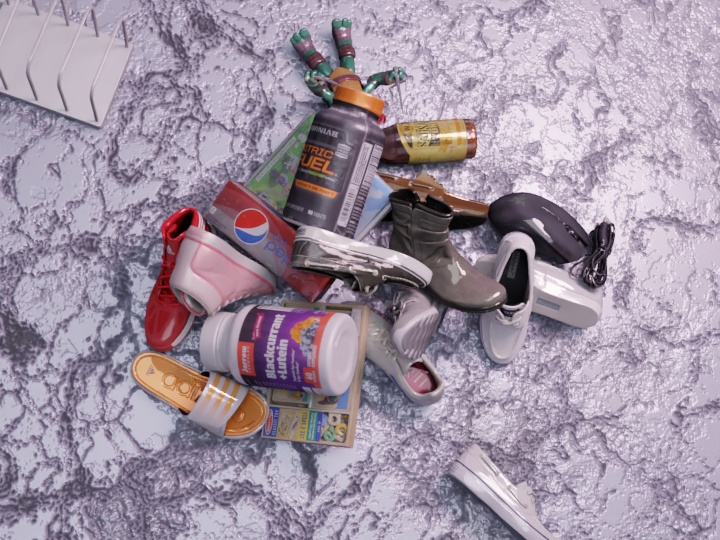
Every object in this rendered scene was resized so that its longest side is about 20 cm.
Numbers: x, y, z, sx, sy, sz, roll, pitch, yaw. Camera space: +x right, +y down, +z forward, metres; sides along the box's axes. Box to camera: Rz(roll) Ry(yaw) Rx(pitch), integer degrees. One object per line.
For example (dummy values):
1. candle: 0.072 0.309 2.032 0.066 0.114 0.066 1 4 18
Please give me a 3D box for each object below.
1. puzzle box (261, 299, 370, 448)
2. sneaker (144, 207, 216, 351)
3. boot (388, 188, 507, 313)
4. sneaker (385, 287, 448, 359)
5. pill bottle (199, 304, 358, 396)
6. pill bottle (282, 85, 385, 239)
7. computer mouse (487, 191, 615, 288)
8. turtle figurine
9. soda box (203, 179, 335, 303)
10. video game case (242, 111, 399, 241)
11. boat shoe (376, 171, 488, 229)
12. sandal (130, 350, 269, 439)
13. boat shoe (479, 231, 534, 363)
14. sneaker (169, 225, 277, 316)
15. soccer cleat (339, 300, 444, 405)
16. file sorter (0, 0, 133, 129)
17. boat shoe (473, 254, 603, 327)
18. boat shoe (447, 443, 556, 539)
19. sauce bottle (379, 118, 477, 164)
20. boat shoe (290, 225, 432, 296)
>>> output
1. puzzle box: -0.062 0.143 1.514 0.132 0.025 0.201 2 77 20
2. sneaker: -0.265 0.004 1.488 0.078 0.116 0.201 9 71 12
3. boot: 0.115 -0.029 1.489 0.199 0.131 0.068 26 43 28
4. sneaker: 0.066 0.068 1.507 0.082 0.200 0.075 23 105 11
5. pill bottle: -0.113 0.105 1.467 0.199 0.111 0.112 4 76 20
6. pill bottle: -0.029 -0.150 1.483 0.106 0.106 0.201 18 93 -4
7. computer mouse: 0.288 -0.067 1.601 0.199 0.053 0.139 24 48 3
8. turtle figurine: -0.023 -0.279 1.590 0.149 0.101 0.201 -10 57 -27
9. soda box: -0.120 -0.041 1.520 0.200 0.063 0.070 38 95 5
10. video game case: -0.074 -0.094 1.555 0.182 0.022 0.200 44 96 4
11. boat shoe: 0.092 -0.110 1.592 0.199 0.076 0.074 8 74 -7
12. sandal: -0.228 0.173 1.489 0.206 0.059 0.079 23 83 1
13. boat shoe: 0.209 0.047 1.538 0.073 0.065 0.201 4 109 6
14. sneaker: -0.193 0.021 1.475 0.075 0.200 0.105 17 79 29
15. soccer cleat: 0.045 0.111 1.532 0.200 0.086 0.070 42 76 2
16. file sorter: -0.445 -0.316 1.533 0.199 0.125 0.139 19 76 -3
17. boat shoe: 0.267 0.015 1.598 0.199 0.072 0.069 19 48 7
18. boat shoe: 0.217 0.325 1.517 0.200 0.074 0.067 41 79 3
19. sauce bottle: 0.073 -0.190 1.610 0.199 0.066 0.066 -7 79 -11
20. boat shoe: 0.000 0.000 1.456 0.199 0.071 0.064 16 74 -15
